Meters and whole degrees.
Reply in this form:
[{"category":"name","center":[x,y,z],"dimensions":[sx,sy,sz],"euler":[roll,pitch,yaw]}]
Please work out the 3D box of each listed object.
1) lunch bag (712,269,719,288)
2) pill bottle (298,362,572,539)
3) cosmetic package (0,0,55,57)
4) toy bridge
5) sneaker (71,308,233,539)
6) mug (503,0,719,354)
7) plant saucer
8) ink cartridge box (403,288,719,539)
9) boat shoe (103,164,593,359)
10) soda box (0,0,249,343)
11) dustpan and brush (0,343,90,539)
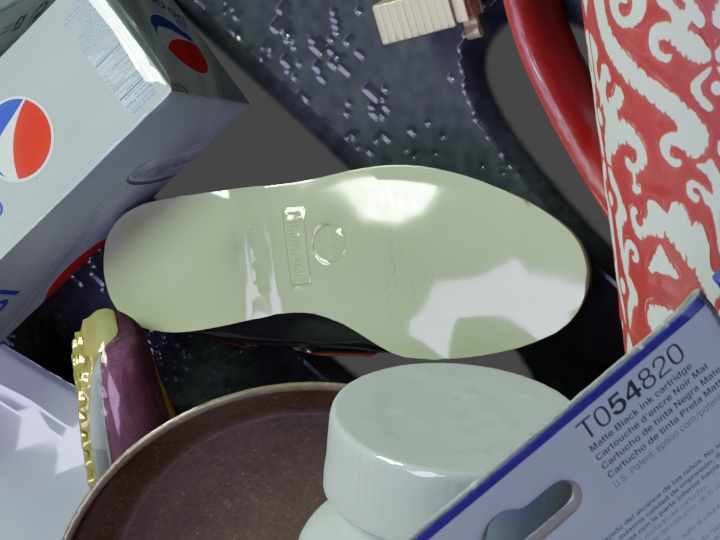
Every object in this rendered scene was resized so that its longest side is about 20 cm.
[{"category":"lunch bag","center":[0.230,0.040,0.894],"dimensions":[0.150,0.094,0.200],"euler":[-35,135,0]},{"category":"pill bottle","center":[0.028,0.142,0.963],"dimensions":[0.109,0.110,0.201],"euler":[12,114,20]},{"category":"cosmetic package","center":[-0.220,-0.072,1.111],"dimensions":[0.101,0.071,0.200],"euler":[40,121,6]},{"category":"toy bridge","center":[0.015,-0.182,0.983],"dimensions":[0.067,0.027,0.201],"euler":[-13,101,23]},{"category":"sneaker","center":[-0.059,0.097,1.077],"dimensions":[0.090,0.075,0.200],"euler":[-13,120,-1]},{"category":"mug","center":[0.136,-0.065,0.941],"dimensions":[0.133,0.178,0.201],"euler":[-11,113,-10]},{"category":"plant saucer","center":[-0.021,0.127,1.031],"dimensions":[0.200,0.037,0.201],"euler":[-2,114,-4]},{"category":"ink cartridge box","center":[0.079,0.131,0.892],"dimensions":[0.199,0.041,0.200],"euler":[-39,119,-6]},{"category":"boat shoe","center":[0.000,-0.003,1.045],"dimensions":[0.201,0.063,0.074],"euler":[0,89,25]},{"category":"soda box","center":[-0.142,-0.027,1.064],"dimensions":[0.200,0.068,0.063],"euler":[-42,73,17]},{"category":"dustpan and brush","center":[-0.141,0.130,1.169],"dimensions":[0.139,0.057,0.200],"euler":[30,112,-4]}]
